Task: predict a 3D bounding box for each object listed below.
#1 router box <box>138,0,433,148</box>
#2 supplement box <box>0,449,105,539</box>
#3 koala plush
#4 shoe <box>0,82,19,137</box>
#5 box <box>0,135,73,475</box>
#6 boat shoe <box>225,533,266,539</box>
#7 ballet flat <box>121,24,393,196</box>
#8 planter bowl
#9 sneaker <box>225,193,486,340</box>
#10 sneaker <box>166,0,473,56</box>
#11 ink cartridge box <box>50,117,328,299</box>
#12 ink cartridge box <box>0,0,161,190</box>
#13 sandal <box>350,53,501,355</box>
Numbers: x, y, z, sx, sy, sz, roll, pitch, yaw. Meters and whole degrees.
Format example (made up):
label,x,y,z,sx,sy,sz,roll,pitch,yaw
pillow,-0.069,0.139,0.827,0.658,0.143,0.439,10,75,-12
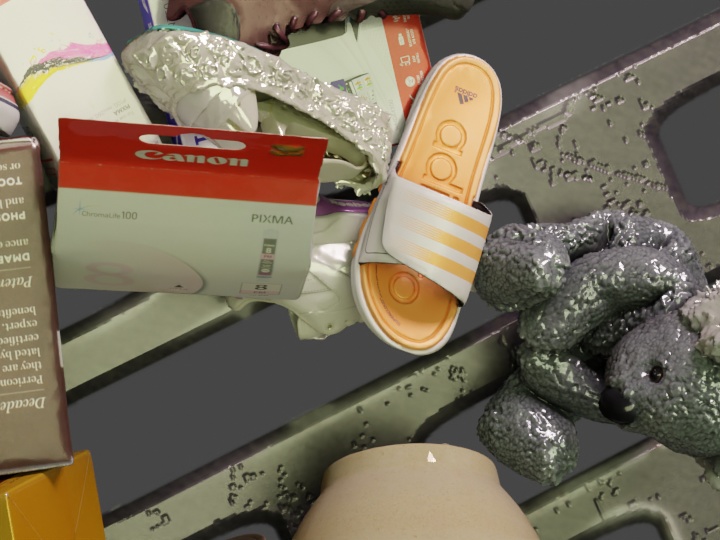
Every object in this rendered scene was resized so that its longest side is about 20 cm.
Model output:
label,x,y,z,sx,sy,sz,roll,pitch,yaw
router box,-0.053,-0.167,1.534,0.178,0.049,0.202,-15,96,-12
supplement box,-0.265,0.231,1.420,0.198,0.133,0.199,-8,94,16
koala plush,0.199,0.058,1.507,0.183,0.200,0.179,-17,116,-28
shoe,-0.286,-0.158,1.440,0.199,0.071,0.092,24,83,20
box,-0.276,0.025,1.431,0.163,0.166,0.202,-7,94,-13
boat shoe,-0.143,0.243,1.518,0.198,0.072,0.069,-20,100,-7
ballet flat,-0.057,-0.097,1.445,0.199,0.072,0.072,17,88,-32
planter bowl,0.035,0.196,1.511,0.198,0.201,0.136,4,64,-13
sneaker,0.000,0.000,1.553,0.198,0.075,0.101,8,109,-13
sneaker,-0.033,-0.162,1.484,0.198,0.076,0.117,16,94,-2
ink cartridge box,-0.107,-0.032,1.391,0.161,0.200,0.058,4,77,-5
ink cartridge box,-0.191,-0.118,1.470,0.067,0.116,0.201,-30,98,-10
sandal,0.050,-0.051,1.490,0.079,0.059,0.209,17,76,-12
